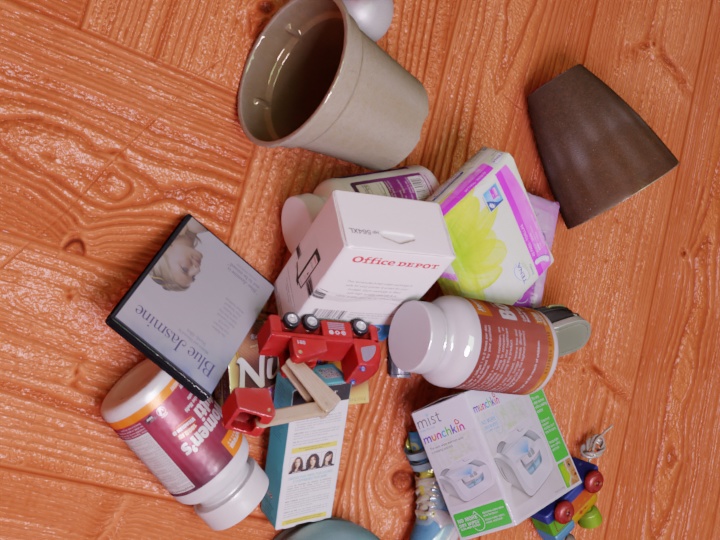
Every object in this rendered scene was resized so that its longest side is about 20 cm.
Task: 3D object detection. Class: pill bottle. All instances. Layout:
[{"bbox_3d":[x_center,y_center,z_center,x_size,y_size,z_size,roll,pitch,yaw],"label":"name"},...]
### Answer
[{"bbox_3d":[-0.200,0.200,1.179,0.110,0.109,0.200,-45,111,-24],"label":"pill bottle"},{"bbox_3d":[0.003,-0.069,1.307,0.199,0.112,0.113,-12,95,-30],"label":"pill bottle"},{"bbox_3d":[0.138,0.091,1.241,0.199,0.112,0.113,10,84,-35],"label":"pill bottle"}]

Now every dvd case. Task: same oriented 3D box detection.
[{"bbox_3d":[-0.192,0.038,1.177,0.143,0.018,0.200,41,42,-13],"label":"dvd case"}]

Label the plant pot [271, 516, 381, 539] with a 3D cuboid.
[{"bbox_3d":[-0.024,0.404,1.242,0.199,0.134,0.201,6,74,-20],"label":"plant pot"}]

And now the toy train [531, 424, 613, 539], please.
[{"bbox_3d":[0.339,0.338,1.528,0.200,0.084,0.116,-37,118,-27],"label":"toy train"}]

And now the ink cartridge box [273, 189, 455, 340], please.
[{"bbox_3d":[0.000,0.000,1.211,0.145,0.200,0.085,5,54,-27],"label":"ink cartridge box"}]

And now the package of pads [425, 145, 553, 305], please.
[{"bbox_3d":[0.159,-0.035,1.317,0.154,0.068,0.200,-44,127,-18],"label":"package of pads"}]

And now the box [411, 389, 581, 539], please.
[{"bbox_3d":[0.182,0.237,1.343,0.200,0.096,0.177,-8,74,-53],"label":"box"}]

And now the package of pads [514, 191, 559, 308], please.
[{"bbox_3d":[0.210,-0.021,1.454,0.120,0.076,0.201,18,80,-27],"label":"package of pads"}]

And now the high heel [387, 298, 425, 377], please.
[{"bbox_3d":[0.128,0.069,1.401,0.199,0.071,0.143,-4,98,-23],"label":"high heel"}]

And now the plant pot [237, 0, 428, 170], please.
[{"bbox_3d":[-0.021,-0.217,1.266,0.183,0.200,0.201,22,78,-41],"label":"plant pot"}]

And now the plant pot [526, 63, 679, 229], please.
[{"bbox_3d":[0.335,-0.194,1.488,0.187,0.187,0.201,-31,90,-28],"label":"plant pot"}]

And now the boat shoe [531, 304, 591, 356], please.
[{"bbox_3d":[0.216,0.092,1.390,0.200,0.061,0.072,-9,122,-20],"label":"boat shoe"}]

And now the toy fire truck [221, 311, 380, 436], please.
[{"bbox_3d":[-0.062,0.120,1.163,0.199,0.049,0.142,8,51,-25],"label":"toy fire truck"}]

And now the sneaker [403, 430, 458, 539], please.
[{"bbox_3d":[0.089,0.292,1.375,0.131,0.079,0.200,46,58,-24],"label":"sneaker"}]

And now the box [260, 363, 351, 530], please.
[{"bbox_3d":[-0.069,0.218,1.250,0.082,0.049,0.201,-5,115,-31],"label":"box"}]

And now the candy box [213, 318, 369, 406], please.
[{"bbox_3d":[-0.088,0.118,1.281,0.199,0.056,0.117,-2,90,-33],"label":"candy box"}]

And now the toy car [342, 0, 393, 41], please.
[{"bbox_3d":[0.004,-0.370,1.312,0.201,0.184,0.177,91,23,-45],"label":"toy car"}]
